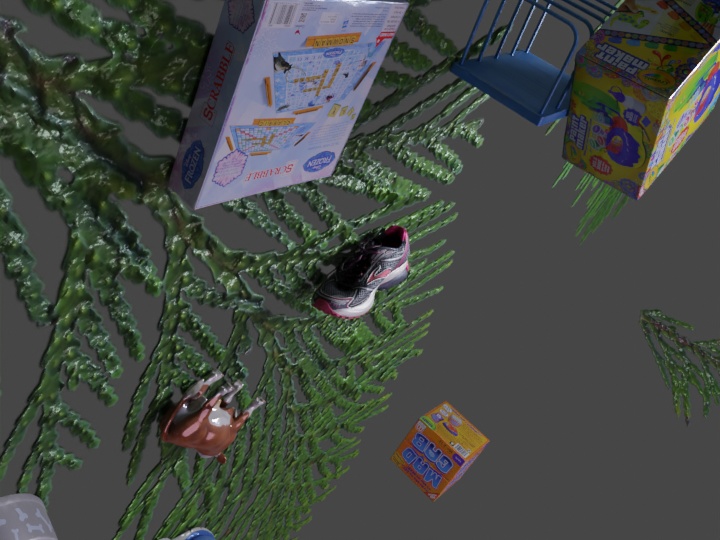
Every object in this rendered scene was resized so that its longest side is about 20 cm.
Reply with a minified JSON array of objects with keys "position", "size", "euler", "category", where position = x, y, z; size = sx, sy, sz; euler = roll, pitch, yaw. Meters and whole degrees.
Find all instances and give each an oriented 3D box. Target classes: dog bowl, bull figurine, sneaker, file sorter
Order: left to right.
[{"position":[-0.420,0.337,0.813],"size":[0.200,0.059,0.200],"euler":[-41,158,-20],"category":"dog bowl"},{"position":[-0.308,0.516,1.319],"size":[0.079,0.089,0.200],"euler":[-51,160,8],"category":"sneaker"},{"position":[-0.201,0.204,1.021],"size":[0.122,0.065,0.200],"euler":[-51,162,-6],"category":"bull figurine"},{"position":[0.000,0.000,1.066],"size":[0.200,0.080,0.075],"euler":[-40,145,-45],"category":"sneaker"},{"position":[0.239,-0.285,0.954],"size":[0.200,0.139,0.123],"euler":[-26,146,-47],"category":"file sorter"}]

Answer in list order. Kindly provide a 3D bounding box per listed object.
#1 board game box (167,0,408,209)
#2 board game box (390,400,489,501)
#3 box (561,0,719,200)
[{"position":[-0.063,-0.162,0.680],"size":[0.200,0.041,0.200],"euler":[-22,147,-52],"category":"board game box"},{"position":[0.264,0.594,2.484],"size":[0.200,0.200,0.200],"euler":[-15,141,-57],"category":"board game box"},{"position":[0.361,-0.234,0.932],"size":[0.193,0.122,0.200],"euler":[-47,155,-15],"category":"box"}]
